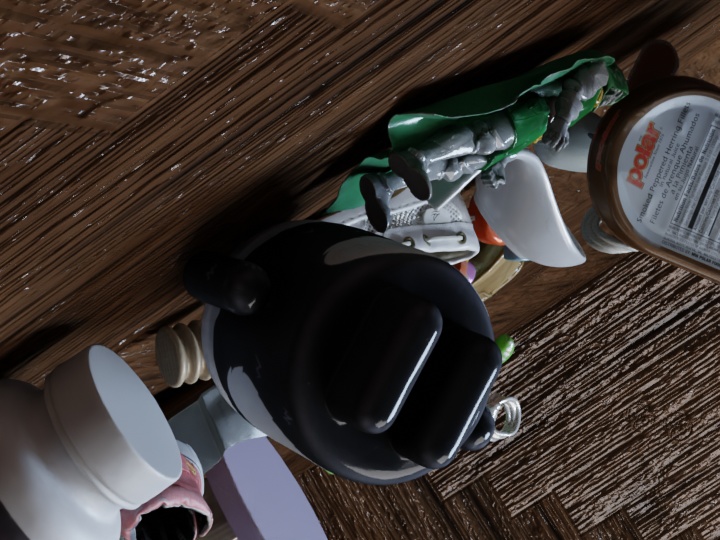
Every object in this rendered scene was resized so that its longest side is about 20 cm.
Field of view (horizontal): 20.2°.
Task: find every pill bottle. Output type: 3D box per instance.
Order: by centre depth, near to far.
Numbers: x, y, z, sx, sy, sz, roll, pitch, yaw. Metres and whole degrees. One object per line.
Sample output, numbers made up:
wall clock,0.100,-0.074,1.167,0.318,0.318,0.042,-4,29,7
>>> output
pill bottle,-0.194,0.127,1.043,0.199,0.112,0.111,-34,173,9

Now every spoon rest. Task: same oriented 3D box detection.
spoon rest,0.091,-0.051,1.233,0.060,0.100,0.200,-39,160,14

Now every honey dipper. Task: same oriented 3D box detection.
honey dipper,-0.029,0.034,1.245,0.198,0.038,0.038,-11,164,-27

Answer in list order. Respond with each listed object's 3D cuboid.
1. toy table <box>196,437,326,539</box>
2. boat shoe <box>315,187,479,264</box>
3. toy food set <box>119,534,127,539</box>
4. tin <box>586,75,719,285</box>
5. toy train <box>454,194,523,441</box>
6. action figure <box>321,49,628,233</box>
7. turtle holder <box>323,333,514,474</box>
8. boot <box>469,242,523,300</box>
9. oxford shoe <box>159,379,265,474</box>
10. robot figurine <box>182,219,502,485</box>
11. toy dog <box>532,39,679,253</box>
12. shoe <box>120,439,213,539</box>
toy table,-0.110,0.218,1.624,0.117,0.201,0.184,-32,160,15
boat shoe,0.000,0.000,1.216,0.199,0.070,0.071,-27,173,-37
toy food set,-0.179,0.194,1.111,0.144,0.199,0.060,-54,148,-3
tin,0.235,-0.046,1.242,0.042,0.198,0.113,-151,-98,-77
toy train,0.090,0.025,1.418,0.149,0.202,0.055,1,-175,-36
action figure,0.081,-0.080,1.110,0.199,0.055,0.118,-28,177,-38
turtle holder,0.013,0.073,1.513,0.131,0.142,0.185,-30,-175,-31
boot,0.062,0.016,1.657,0.175,0.066,0.200,-46,173,4
oxford shoe,-0.103,0.099,1.530,0.199,0.072,0.071,-26,-163,-38
robot figurine,-0.008,0.043,1.066,0.124,0.152,0.200,-25,-160,-21
toy dog,0.219,-0.093,1.295,0.198,0.132,0.097,-8,134,-16
shoe,-0.137,0.158,1.360,0.071,0.091,0.200,-29,154,-3
